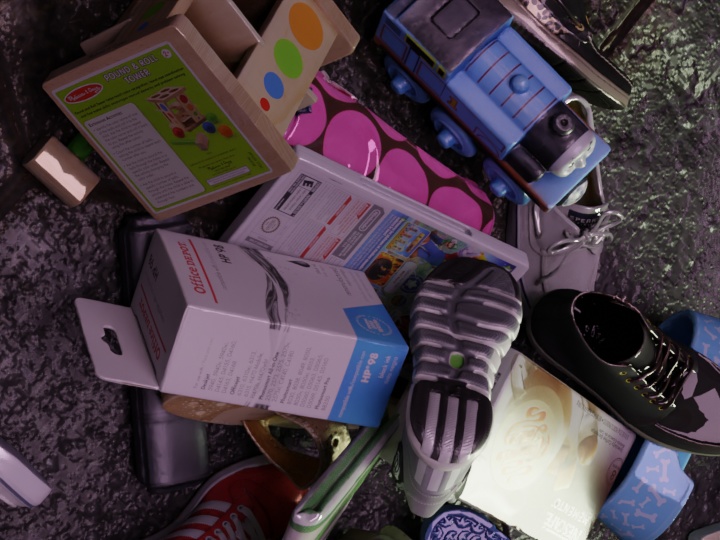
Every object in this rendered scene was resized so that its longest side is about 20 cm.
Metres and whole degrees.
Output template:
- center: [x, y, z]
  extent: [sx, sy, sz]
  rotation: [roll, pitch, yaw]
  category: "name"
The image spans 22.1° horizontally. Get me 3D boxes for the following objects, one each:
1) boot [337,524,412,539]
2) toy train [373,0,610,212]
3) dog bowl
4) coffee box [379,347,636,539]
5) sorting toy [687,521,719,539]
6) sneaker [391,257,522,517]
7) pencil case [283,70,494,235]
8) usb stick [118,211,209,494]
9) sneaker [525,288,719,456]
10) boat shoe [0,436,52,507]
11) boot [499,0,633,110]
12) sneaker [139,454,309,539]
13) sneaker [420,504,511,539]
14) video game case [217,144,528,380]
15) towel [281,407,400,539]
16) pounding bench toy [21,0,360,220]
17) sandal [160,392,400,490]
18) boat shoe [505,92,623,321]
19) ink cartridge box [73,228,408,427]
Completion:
- center: [-0.037, 0.274, 1.315]
  extent: [0.200, 0.182, 0.073]
  rotation: [-42, 94, -21]
  category: "boot"
- center: [0.093, -0.129, 1.332]
  extent: [0.087, 0.114, 0.200]
  rotation: [-42, 84, -12]
  category: "toy train"
- center: [0.240, 0.120, 1.475]
  extent: [0.050, 0.111, 0.200]
  rotation: [30, 83, -13]
  category: "dog bowl"
- center: [0.112, 0.129, 1.381]
  extent: [0.200, 0.080, 0.115]
  rotation: [35, 81, -50]
  category: "coffee box"
- center: [0.391, 0.303, 1.597]
  extent: [0.198, 0.070, 0.200]
  rotation: [-13, 102, -26]
  category: "sorting toy"
- center: [0.055, 0.087, 1.266]
  extent: [0.075, 0.200, 0.116]
  rotation: [17, 131, 2]
  category: "sneaker"
- center: [0.008, -0.067, 1.339]
  extent: [0.200, 0.091, 0.094]
  rotation: [34, 73, -29]
  category: "pencil case"
- center: [-0.139, 0.058, 1.307]
  extent: [0.055, 0.033, 0.200]
  rotation: [-7, 100, -24]
  category: "usb stick"
- center: [0.220, 0.080, 1.370]
  extent: [0.200, 0.106, 0.075]
  rotation: [29, 83, -7]
  category: "sneaker"
- center: [-0.298, 0.108, 1.216]
  extent: [0.200, 0.074, 0.065]
  rotation: [37, 84, -16]
  category: "boat shoe"
- center: [0.160, -0.230, 1.407]
  extent: [0.200, 0.073, 0.151]
  rotation: [36, 80, -21]
  category: "boot"
- center: [-0.103, 0.202, 1.299]
  extent: [0.200, 0.112, 0.071]
  rotation: [-33, 107, -20]
  category: "sneaker"
- center: [0.108, 0.248, 1.436]
  extent: [0.070, 0.078, 0.200]
  rotation: [-42, 111, -3]
  category: "sneaker"
- center: [0.000, 0.000, 1.325]
  extent: [0.200, 0.018, 0.143]
  rotation: [24, 126, -24]
  category: "video game case"
- center: [-0.047, 0.195, 1.272]
  extent: [0.023, 0.200, 0.153]
  rotation: [34, 36, 5]
  category: "towel"
- center: [-0.127, -0.134, 1.245]
  extent: [0.124, 0.200, 0.156]
  rotation: [50, 42, -26]
  category: "pounding bench toy"
- center: [-0.052, 0.122, 1.314]
  extent: [0.211, 0.078, 0.070]
  rotation: [14, 60, -40]
  category: "sandal"
- center: [0.164, -0.040, 1.422]
  extent: [0.074, 0.086, 0.202]
  rotation: [-6, 99, -27]
  category: "boat shoe"
- center: [-0.082, 0.035, 1.238]
  extent: [0.200, 0.116, 0.067]
  rotation: [12, 113, -23]
  category: "ink cartridge box"
